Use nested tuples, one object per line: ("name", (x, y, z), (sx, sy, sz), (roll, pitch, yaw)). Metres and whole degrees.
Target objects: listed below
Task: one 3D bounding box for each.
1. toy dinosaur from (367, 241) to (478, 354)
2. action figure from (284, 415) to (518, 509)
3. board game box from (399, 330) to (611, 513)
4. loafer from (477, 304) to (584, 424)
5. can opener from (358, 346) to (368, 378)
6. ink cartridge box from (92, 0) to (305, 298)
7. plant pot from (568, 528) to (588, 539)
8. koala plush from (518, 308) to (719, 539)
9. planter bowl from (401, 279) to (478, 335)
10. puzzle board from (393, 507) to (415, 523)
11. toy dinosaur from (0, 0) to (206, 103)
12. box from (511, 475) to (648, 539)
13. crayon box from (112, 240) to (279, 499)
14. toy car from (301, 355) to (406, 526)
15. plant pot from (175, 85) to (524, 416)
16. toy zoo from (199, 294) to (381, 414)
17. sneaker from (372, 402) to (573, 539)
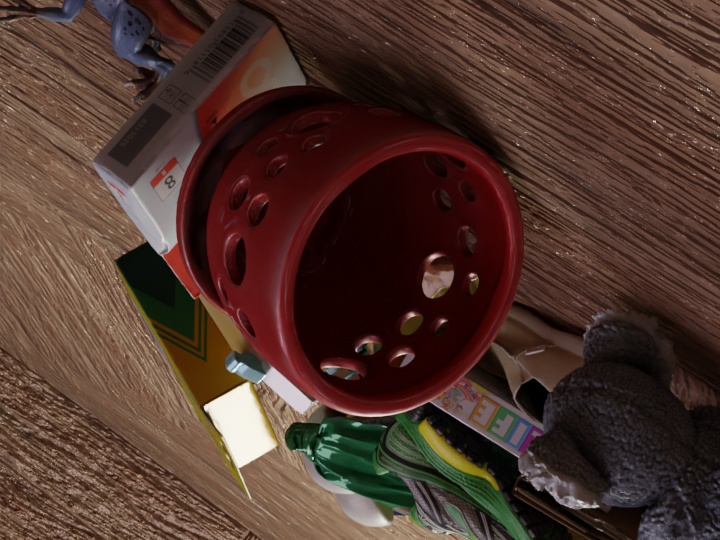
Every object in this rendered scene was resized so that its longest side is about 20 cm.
("toy dinosaur", (0.029, 0.010, 1.607), (0.200, 0.060, 0.107), (-37, 77, 50))
("action figure", (0.033, 0.159, 1.796), (0.199, 0.055, 0.119), (12, 123, 0))
("board game box", (0.131, 0.120, 1.727), (0.200, 0.034, 0.134), (32, -171, 10))
("loafer", (0.139, 0.080, 1.648), (0.076, 0.068, 0.200), (47, 164, -29))
("can opener", (-0.023, 0.049, 1.847), (0.200, 0.063, 0.079), (-122, 13, -46))
("ink cartridge box", (-0.096, -0.076, 1.562), (0.050, 0.162, 0.200), (31, 164, 34))
("plant pot", (0.219, 0.279, 1.864), (0.200, 0.186, 0.187), (36, 167, 35))
("koala plush", (0.207, 0.135, 1.483), (0.200, 0.178, 0.184), (43, 154, -16))
("planter bowl", (0.000, 0.000, 1.718), (0.200, 0.084, 0.200), (37, 166, 11))
("puzzle board", (0.129, 0.233, 2.015), (0.199, 0.017, 0.151), (3, -175, -30))
("toy dinosaur", (-0.178, -0.223, 1.571), (0.199, 0.105, 0.182), (-3, 140, 8))
("box", (0.240, 0.211, 1.714), (0.163, 0.021, 0.200), (27, -171, 39))
("crayon box", (-0.131, 0.082, 1.791), (0.200, 0.051, 0.127), (57, 172, 30))
("toy car", (0.038, 0.127, 1.917), (0.200, 0.174, 0.150), (53, -164, -56))
("plant pot", (-0.015, -0.022, 1.468), (0.201, 0.201, 0.182), (49, 169, -35))
("toy zoo", (-0.050, 0.040, 1.755), (0.131, 0.200, 0.020), (49, 126, 7))
("sneaker", (0.095, 0.191, 1.735), (0.200, 0.085, 0.078), (45, -156, 5))
